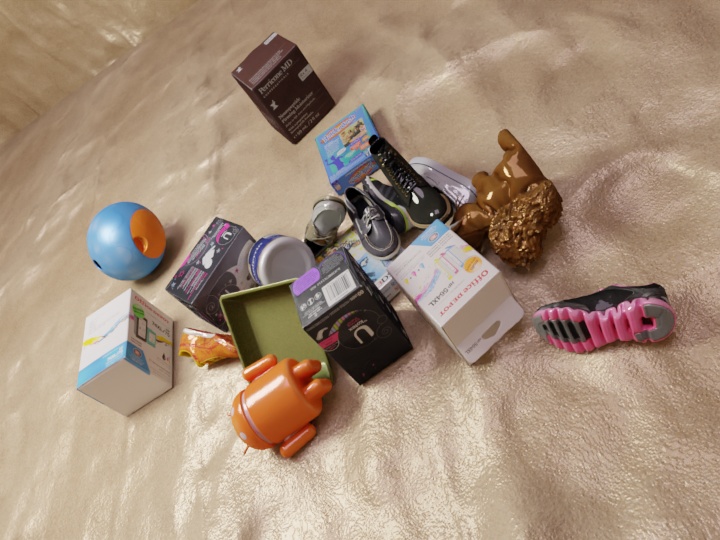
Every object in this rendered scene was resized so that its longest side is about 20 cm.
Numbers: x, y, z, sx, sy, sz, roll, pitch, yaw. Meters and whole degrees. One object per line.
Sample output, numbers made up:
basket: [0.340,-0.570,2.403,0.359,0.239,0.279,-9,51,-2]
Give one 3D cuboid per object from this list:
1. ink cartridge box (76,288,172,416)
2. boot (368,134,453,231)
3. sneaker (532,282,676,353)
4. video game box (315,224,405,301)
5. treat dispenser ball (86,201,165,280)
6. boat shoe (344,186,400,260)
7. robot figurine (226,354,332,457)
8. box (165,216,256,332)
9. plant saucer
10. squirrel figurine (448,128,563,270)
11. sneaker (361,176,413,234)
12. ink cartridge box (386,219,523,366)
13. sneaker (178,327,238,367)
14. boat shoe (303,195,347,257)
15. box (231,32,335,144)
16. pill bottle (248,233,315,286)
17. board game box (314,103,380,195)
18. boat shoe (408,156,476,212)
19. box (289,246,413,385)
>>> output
ink cartridge box: [-0.523,0.183,1.370,0.144,0.147,0.203,-30,45,13]
boot: [0.080,-0.160,1.100,0.077,0.139,0.200,-42,33,1]
sneaker: [0.352,0.059,0.887,0.195,0.081,0.096,-7,31,31]
video game box: [0.000,0.000,1.201,0.181,0.047,0.200,-41,42,-1]
treat dispenser ball: [-0.614,-0.077,1.601,0.196,0.201,0.205,-19,47,22]
boat shoe: [0.015,-0.096,1.188,0.072,0.063,0.202,-34,43,3]
robot figurine: [-0.145,0.236,1.070,0.198,0.145,0.117,-35,22,9]
box: [-0.310,0.009,1.360,0.113,0.133,0.203,19,70,40]
plant saucer: [-0.150,0.119,1.146,0.195,0.205,0.048,-12,12,28]
squirrel figurine: [0.239,-0.097,1.036,0.185,0.141,0.202,-38,40,13]
sneaker: [0.068,-0.139,1.260,0.081,0.073,0.201,-22,42,-14]
ink cartridge box: [0.159,0.039,0.992,0.128,0.126,0.200,-42,42,-1]
sneaker: [-0.312,0.170,1.296,0.196,0.072,0.080,1,79,41]
boat shoe: [-0.075,-0.085,1.251,0.072,0.200,0.070,12,68,-9]
box: [-0.204,-0.483,1.618,0.166,0.200,0.164,-43,43,-2]
pill bottle: [-0.169,-0.014,1.247,0.117,0.116,0.199,-50,19,-9]
board game box: [-0.022,-0.290,1.444,0.150,0.045,0.203,-32,44,13]
boat shoe: [0.150,-0.165,1.198,0.065,0.074,0.199,-45,41,-11]
box: [-0.013,0.081,1.031,0.121,0.201,0.107,-34,43,7]
